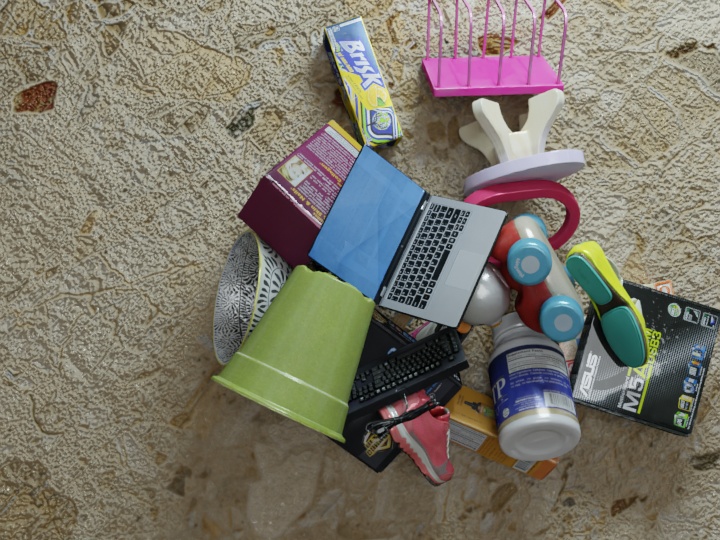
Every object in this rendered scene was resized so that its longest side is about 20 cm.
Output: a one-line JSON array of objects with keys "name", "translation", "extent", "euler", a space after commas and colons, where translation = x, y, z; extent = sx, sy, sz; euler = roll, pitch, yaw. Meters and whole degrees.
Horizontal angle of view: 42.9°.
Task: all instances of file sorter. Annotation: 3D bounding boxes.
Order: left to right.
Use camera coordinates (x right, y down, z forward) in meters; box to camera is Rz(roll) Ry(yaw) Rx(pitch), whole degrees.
[{"name": "file sorter", "translation": [0.202, -0.351, 1.399], "extent": [0.198, 0.139, 0.127], "euler": [-2, 122, -4]}]

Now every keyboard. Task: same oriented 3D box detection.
[{"name": "keyboard", "translation": [0.056, 0.160, 1.269], "extent": [0.199, 0.021, 0.128], "euler": [-27, 46, 10]}]

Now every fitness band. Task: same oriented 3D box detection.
[{"name": "fitness band", "translation": [0.241, -0.071, 1.417], "extent": [0.198, 0.038, 0.145], "euler": [-7, 125, -5]}]

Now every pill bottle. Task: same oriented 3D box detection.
[{"name": "pill bottle", "translation": [0.252, 0.167, 1.366], "extent": [0.118, 0.120, 0.201], "euler": [0, 51, -3]}]

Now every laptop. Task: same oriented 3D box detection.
[{"name": "laptop", "translation": [0.068, -0.049, 1.256], "extent": [0.198, 0.116, 0.189], "euler": [15, 69, 30]}]

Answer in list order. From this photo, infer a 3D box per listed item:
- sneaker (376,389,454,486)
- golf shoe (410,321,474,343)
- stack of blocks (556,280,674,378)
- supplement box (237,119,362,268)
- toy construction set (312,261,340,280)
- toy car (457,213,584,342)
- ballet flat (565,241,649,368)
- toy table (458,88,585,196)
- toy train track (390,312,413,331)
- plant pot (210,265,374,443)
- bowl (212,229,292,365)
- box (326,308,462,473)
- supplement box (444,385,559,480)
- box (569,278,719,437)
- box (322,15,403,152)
[{"name": "sneaker", "translation": [0.104, 0.242, 1.329], "extent": [0.086, 0.074, 0.200], "euler": [-36, 133, 2]}, {"name": "golf shoe", "translation": [0.101, 0.121, 1.408], "extent": [0.072, 0.092, 0.200], "euler": [41, 86, -3]}, {"name": "stack of blocks", "translation": [0.397, 0.093, 1.444], "extent": [0.198, 0.059, 0.116], "euler": [-13, 87, -4]}, {"name": "supplement box", "translation": [-0.064, -0.112, 1.358], "extent": [0.131, 0.103, 0.200], "euler": [43, 43, 0]}, {"name": "toy construction set", "translation": [0.000, 0.000, 1.396], "extent": [0.199, 0.093, 0.131], "euler": [-33, 58, -18]}, {"name": "toy car", "translation": [0.203, 0.037, 1.331], "extent": [0.199, 0.184, 0.178], "euler": [-29, 101, 16]}, {"name": "ballet flat", "translation": [0.373, 0.044, 1.343], "extent": [0.067, 0.067, 0.201], "euler": [-35, 94, -40]}, {"name": "toy table", "translation": [0.240, -0.192, 1.404], "extent": [0.198, 0.183, 0.118], "euler": [-14, 80, 29]}, {"name": "toy train track", "translation": [0.063, 0.070, 1.384], "extent": [0.114, 0.033, 0.201], "euler": [36, 101, -1]}, {"name": "plant pot", "translation": [-0.071, 0.103, 1.236], "extent": [0.199, 0.200, 0.191], "euler": [26, 82, -1]}, {"name": "bowl", "translation": [-0.145, 0.047, 1.367], "extent": [0.093, 0.200, 0.203], "euler": [11, 85, -24]}, {"name": "box", "translation": [0.015, 0.175, 1.366], "extent": [0.198, 0.050, 0.200], "euler": [37, 108, -15]}, {"name": "supplement box", "translation": [0.207, 0.246, 1.410], "extent": [0.198, 0.069, 0.067], "euler": [25, 49, -2]}, {"name": "box", "translation": [0.428, 0.128, 1.390], "extent": [0.191, 0.048, 0.202], "euler": [18, 85, -3]}, {"name": "box", "translation": [0.002, -0.288, 1.440], "extent": [0.064, 0.070, 0.202], "euler": [-20, 88, -7]}]
